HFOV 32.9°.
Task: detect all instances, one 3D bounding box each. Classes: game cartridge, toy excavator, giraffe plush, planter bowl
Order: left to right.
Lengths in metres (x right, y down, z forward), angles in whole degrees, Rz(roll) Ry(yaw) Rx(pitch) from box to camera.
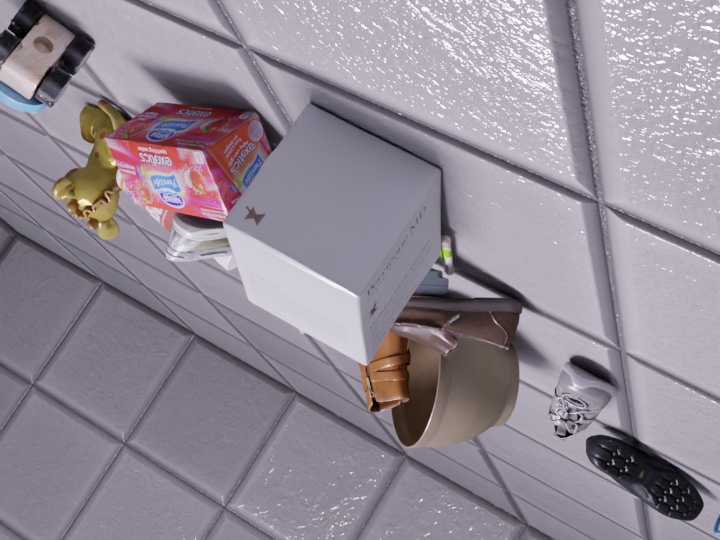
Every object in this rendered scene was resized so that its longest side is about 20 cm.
[{"bbox_3d":[-0.421,-0.258,1.574,0.100,0.195,0.200,35,139,-13],"label":"toy excavator"},{"bbox_3d":[-0.376,-0.139,1.807,0.172,0.162,0.200,35,168,-13],"label":"giraffe plush"},{"bbox_3d":[0.000,0.000,1.517,0.133,0.042,0.200,-1,-170,-31],"label":"game cartridge"},{"bbox_3d":[0.134,0.147,1.662,0.134,0.201,0.200,8,174,-17],"label":"planter bowl"}]

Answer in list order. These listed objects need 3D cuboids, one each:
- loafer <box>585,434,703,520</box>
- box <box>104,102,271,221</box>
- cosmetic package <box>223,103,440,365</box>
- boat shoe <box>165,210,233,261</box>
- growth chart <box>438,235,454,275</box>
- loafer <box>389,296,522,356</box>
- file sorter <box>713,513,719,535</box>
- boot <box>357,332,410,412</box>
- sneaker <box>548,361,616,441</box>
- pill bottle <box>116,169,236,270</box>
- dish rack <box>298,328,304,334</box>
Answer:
[{"bbox_3d":[0.419,0.301,1.801,0.200,0.068,0.070,32,-173,-10],"label":"loafer"},{"bbox_3d":[-0.201,-0.132,1.460,0.200,0.095,0.100,13,133,43],"label":"box"},{"bbox_3d":[-0.024,-0.033,1.300,0.166,0.168,0.200,29,161,15],"label":"cosmetic package"},{"bbox_3d":[-0.160,-0.046,1.548,0.074,0.065,0.202,41,-152,30],"label":"boat shoe"},{"bbox_3d":[0.033,-0.055,1.473,0.200,0.018,0.145,29,168,20],"label":"growth chart"},{"bbox_3d":[0.095,0.068,1.466,0.199,0.071,0.073,0,177,7],"label":"loafer"},{"bbox_3d":[0.522,0.293,1.370,0.200,0.123,0.139,31,168,4],"label":"file sorter"},{"bbox_3d":[0.048,0.097,1.637,0.073,0.155,0.200,2,157,-17],"label":"boot"},{"bbox_3d":[0.287,0.182,1.607,0.075,0.082,0.200,28,167,19],"label":"sneaker"},{"bbox_3d":[-0.225,-0.096,1.656,0.200,0.112,0.112,41,169,9],"label":"pill bottle"},{"bbox_3d":[-0.109,0.002,1.739,0.200,0.043,0.172,62,-179,37],"label":"dish rack"}]
